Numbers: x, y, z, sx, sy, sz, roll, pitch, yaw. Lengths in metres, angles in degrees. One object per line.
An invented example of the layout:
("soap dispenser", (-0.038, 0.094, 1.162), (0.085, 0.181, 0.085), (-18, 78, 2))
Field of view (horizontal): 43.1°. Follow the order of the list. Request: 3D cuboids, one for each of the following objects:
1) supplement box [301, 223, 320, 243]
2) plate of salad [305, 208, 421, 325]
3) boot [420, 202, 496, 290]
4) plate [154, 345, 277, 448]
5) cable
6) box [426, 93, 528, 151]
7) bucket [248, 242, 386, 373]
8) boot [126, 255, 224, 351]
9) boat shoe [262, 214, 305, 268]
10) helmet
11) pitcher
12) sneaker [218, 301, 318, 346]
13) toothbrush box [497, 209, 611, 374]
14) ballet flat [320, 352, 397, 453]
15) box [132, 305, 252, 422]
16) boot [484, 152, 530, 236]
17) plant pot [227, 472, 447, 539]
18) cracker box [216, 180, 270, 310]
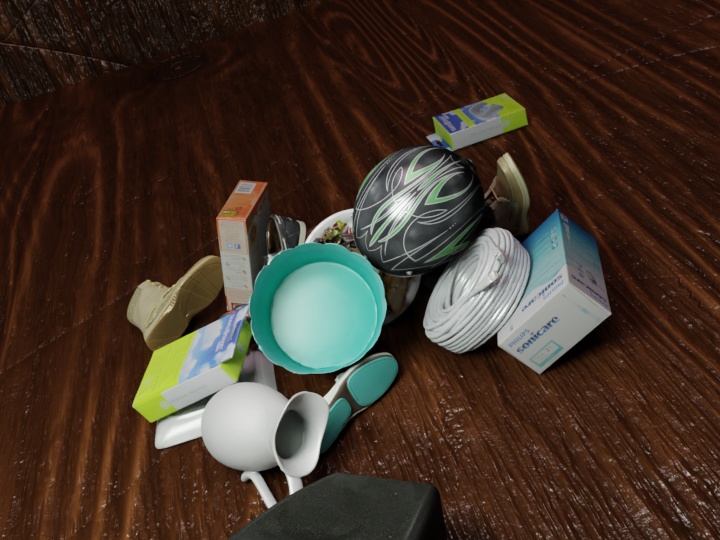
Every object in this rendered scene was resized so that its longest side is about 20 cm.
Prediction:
("supplement box", (-0.025, -0.015, 1.613), (0.110, 0.086, 0.200), (-25, 32, -11))
("plate of salad", (0.000, 0.000, 1.476), (0.200, 0.200, 0.048), (-17, 8, 0))
("boot", (0.119, -0.081, 1.519), (0.198, 0.163, 0.073), (45, 28, 26))
("plate", (-0.234, 0.184, 1.454), (0.199, 0.032, 0.200), (-17, 31, -1))
("cable", (0.172, 0.028, 1.370), (0.200, 0.069, 0.200), (-53, 14, 28))
("box", (0.251, -0.324, 2.007), (0.200, 0.048, 0.122), (-20, 31, -6))
("bucket", (-0.061, 0.061, 1.375), (0.207, 0.207, 0.135), (-18, -8, -1))
("boot", (-0.337, 0.039, 1.654), (0.200, 0.073, 0.155), (-54, 35, -3))
("boat shoe", (-0.146, -0.002, 1.603), (0.072, 0.068, 0.200), (-20, 58, 48))
("helmet", (0.085, -0.091, 1.374), (0.200, 0.200, 0.191), (2, 11, 29))
("pitcher", (-0.135, 0.241, 1.240), (0.121, 0.172, 0.200), (12, -9, -39))
("sneaker", (-0.129, 0.087, 1.499), (0.200, 0.071, 0.098), (4, 21, 4))
("toothbrush box", (0.275, 0.028, 1.334), (0.146, 0.085, 0.200), (-47, 16, 29))
("ballet flat", (-0.027, 0.185, 1.326), (0.069, 0.069, 0.200), (14, 45, 40))
("box", (-0.245, 0.140, 1.382), (0.200, 0.048, 0.122), (-26, 30, 25))
("boot", (0.205, -0.105, 1.549), (0.155, 0.200, 0.072), (-19, 56, 0))
("plant pot", (-0.001, 0.328, 0.974), (0.200, 0.200, 0.177), (0, 23, 26))
("cracker box", (-0.202, -0.042, 1.629), (0.058, 0.200, 0.134), (5, 35, 10))
